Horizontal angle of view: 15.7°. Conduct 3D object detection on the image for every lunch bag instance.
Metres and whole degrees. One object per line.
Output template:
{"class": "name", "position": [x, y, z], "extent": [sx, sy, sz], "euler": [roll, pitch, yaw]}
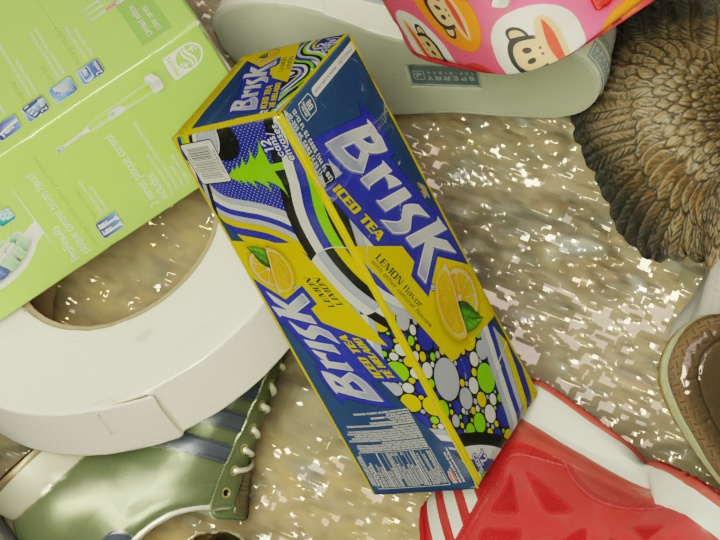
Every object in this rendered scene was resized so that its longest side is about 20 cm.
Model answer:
{"class": "lunch bag", "position": [0.109, -0.164, 1.152], "extent": [0.200, 0.176, 0.082], "euler": [-37, 115, -15]}

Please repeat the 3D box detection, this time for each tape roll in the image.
{"class": "tape roll", "position": [-0.108, -0.005, 1.228], "extent": [0.202, 0.037, 0.203], "euler": [-14, 48, 16]}

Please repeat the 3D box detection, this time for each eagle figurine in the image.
{"class": "eagle figurine", "position": [0.181, -0.059, 1.205], "extent": [0.151, 0.151, 0.200], "euler": [-30, 85, 11]}

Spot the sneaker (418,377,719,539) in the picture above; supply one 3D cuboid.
{"class": "sneaker", "position": [0.105, 0.139, 1.162], "extent": [0.116, 0.078, 0.200], "euler": [-47, 42, -10]}

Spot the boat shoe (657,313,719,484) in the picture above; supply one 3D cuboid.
{"class": "boat shoe", "position": [0.198, 0.088, 1.153], "extent": [0.200, 0.076, 0.072], "euler": [42, 85, -19]}

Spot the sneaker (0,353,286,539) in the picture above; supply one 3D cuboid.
{"class": "sneaker", "position": [-0.076, 0.078, 1.242], "extent": [0.200, 0.067, 0.090], "euler": [-39, 92, -10]}

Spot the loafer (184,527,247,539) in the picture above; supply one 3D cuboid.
{"class": "loafer", "position": [-0.035, 0.175, 1.149], "extent": [0.076, 0.067, 0.200], "euler": [-44, 32, -11]}

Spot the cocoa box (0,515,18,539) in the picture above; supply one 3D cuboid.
{"class": "cocoa box", "position": [-0.220, 0.162, 1.200], "extent": [0.131, 0.133, 0.200], "euler": [-37, 74, -1]}

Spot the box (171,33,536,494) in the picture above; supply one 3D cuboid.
{"class": "box", "position": [0.000, 0.000, 1.150], "extent": [0.064, 0.200, 0.070], "euler": [-8, 31, 37]}

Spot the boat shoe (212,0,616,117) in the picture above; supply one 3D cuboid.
{"class": "boat shoe", "position": [0.029, -0.121, 1.273], "extent": [0.200, 0.070, 0.072], "euler": [8, 51, 18]}

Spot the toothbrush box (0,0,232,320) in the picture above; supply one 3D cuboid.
{"class": "toothbrush box", "position": [-0.165, -0.071, 1.228], "extent": [0.200, 0.086, 0.146], "euler": [-34, 44, -3]}
